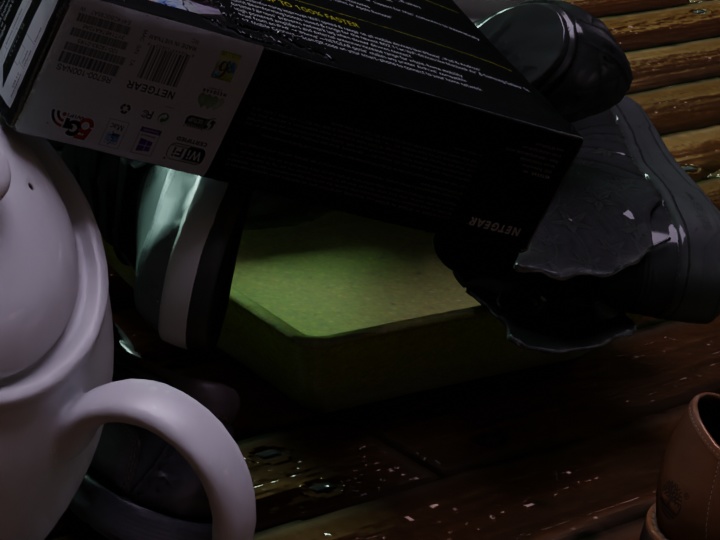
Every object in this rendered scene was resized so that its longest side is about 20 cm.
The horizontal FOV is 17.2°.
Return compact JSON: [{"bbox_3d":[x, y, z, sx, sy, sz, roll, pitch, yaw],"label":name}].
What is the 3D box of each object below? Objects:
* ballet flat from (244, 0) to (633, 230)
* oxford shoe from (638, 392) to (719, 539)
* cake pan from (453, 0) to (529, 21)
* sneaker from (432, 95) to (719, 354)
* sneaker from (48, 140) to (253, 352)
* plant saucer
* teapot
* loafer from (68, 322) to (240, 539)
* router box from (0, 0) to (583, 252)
[{"bbox_3d":[0.011,-0.051,0.912,0.199,0.067,0.057,-15,-30,32],"label":"ballet flat"},{"bbox_3d":[0.177,0.096,0.760,0.199,0.072,0.071,23,25,33],"label":"oxford shoe"},{"bbox_3d":[-0.011,-0.145,1.036,0.198,0.037,0.200,11,14,-3],"label":"cake pan"},{"bbox_3d":[0.073,-0.023,0.917,0.103,0.061,0.200,2,24,-18],"label":"sneaker"},{"bbox_3d":[-0.096,-0.042,0.826,0.120,0.084,0.200,11,22,-6],"label":"sneaker"},{"bbox_3d":[0.000,0.000,0.987,0.199,0.048,0.199,-9,26,-35],"label":"plant saucer"},{"bbox_3d":[-0.143,0.009,0.703,0.199,0.146,0.199,12,54,-37],"label":"teapot"},{"bbox_3d":[-0.100,0.029,0.842,0.072,0.063,0.200,15,16,-40],"label":"loafer"},{"bbox_3d":[-0.042,-0.081,0.785,0.199,0.051,0.149,13,26,-35],"label":"router box"}]
